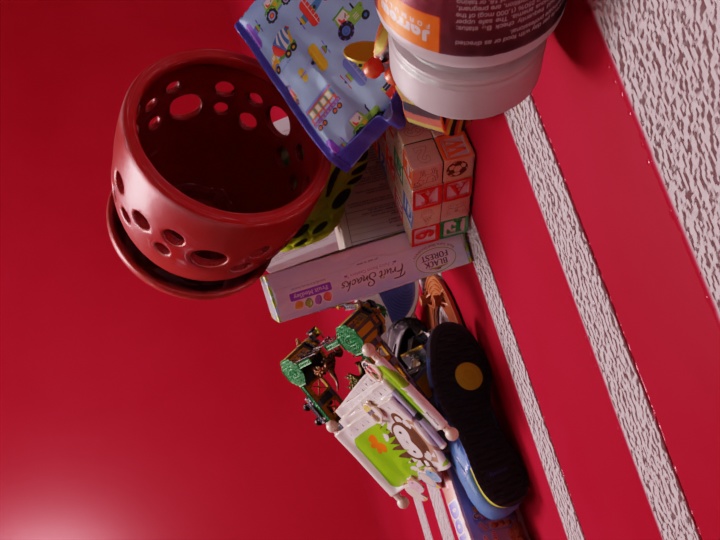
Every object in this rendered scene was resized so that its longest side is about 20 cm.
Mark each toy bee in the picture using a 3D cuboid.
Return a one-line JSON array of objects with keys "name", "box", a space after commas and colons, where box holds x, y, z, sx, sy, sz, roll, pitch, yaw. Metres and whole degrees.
[{"name": "toy bee", "box": [0.037, -0.159, 0.746, 0.130, 0.109, 0.201, 9, 145, 42]}]

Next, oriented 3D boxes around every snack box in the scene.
[{"name": "snack box", "box": [0.000, 0.000, 1.051, 0.142, 0.198, 0.053, 180, 73, -82]}, {"name": "snack box", "box": [0.137, 0.275, 1.045, 0.024, 0.071, 0.201, -56, 44, 49]}]

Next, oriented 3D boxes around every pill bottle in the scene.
[{"name": "pill bottle", "box": [0.061, -0.186, 0.563, 0.201, 0.113, 0.115, 86, 167, -55]}]

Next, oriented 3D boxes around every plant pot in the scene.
[{"name": "plant pot", "box": [-0.145, -0.080, 1.001, 0.183, 0.199, 0.202, 121, 137, -51]}]

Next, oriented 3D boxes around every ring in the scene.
[{"name": "ring", "box": [0.102, 0.104, 1.198, 0.200, 0.019, 0.202, 166, 90, -83]}]

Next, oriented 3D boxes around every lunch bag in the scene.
[{"name": "lunch bag", "box": [-0.007, -0.199, 0.920, 0.094, 0.151, 0.201, 21, -147, -46]}]

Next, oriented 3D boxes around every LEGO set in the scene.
[{"name": "LEGO set", "box": [0.017, 0.095, 1.124, 0.154, 0.116, 0.200, 47, 144, 2]}]

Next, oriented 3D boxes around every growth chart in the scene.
[{"name": "growth chart", "box": [0.033, 0.168, 1.058, 0.145, 0.018, 0.200, 42, 146, 11]}]

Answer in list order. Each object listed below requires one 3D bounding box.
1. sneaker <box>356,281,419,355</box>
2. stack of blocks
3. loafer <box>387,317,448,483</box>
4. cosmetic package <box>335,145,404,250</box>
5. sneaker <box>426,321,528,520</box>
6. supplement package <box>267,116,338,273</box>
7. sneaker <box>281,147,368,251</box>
[{"name": "sneaker", "box": [0.039, 0.066, 1.317, 0.115, 0.080, 0.201, -89, -7, -73]}, {"name": "stack of blocks", "box": [0.046, -0.140, 0.986, 0.116, 0.058, 0.201, 86, 167, -56]}, {"name": "loafer", "box": [0.069, 0.156, 1.214, 0.070, 0.067, 0.203, -95, -5, -87]}, {"name": "cosmetic package", "box": [0.013, -0.099, 1.159, 0.073, 0.102, 0.202, -122, 20, -70]}, {"name": "sneaker", "box": [0.106, 0.154, 1.046, 0.079, 0.065, 0.202, 118, 136, -64]}, {"name": "supplement package", "box": [-0.068, -0.096, 1.450, 0.152, 0.149, 0.202, 46, -154, -68]}, {"name": "sneaker", "box": [-0.055, -0.092, 1.099, 0.200, 0.074, 0.084, -53, 54, 42]}]
